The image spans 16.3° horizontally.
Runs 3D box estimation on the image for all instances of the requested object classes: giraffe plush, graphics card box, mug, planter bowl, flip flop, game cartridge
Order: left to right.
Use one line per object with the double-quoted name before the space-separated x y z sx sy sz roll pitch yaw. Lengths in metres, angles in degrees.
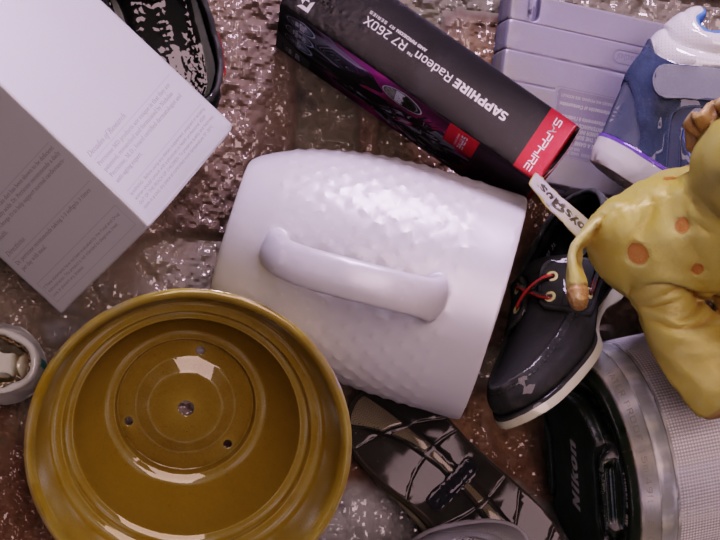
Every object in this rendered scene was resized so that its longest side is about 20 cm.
"planter bowl" -0.107 0.097 1.555 0.199 0.084 0.202 -1 106 -4
"mug" 0.000 0.000 1.553 0.174 0.200 0.149 17 94 0
"graphics card box" 0.039 -0.118 1.599 0.199 0.125 0.051 36 83 1
"flip flop" 0.062 0.157 1.631 0.081 0.058 0.200 -40 80 -10
"game cartridge" 0.181 -0.106 1.707 0.198 0.038 0.131 11 84 -15
"giraffe plush" 0.225 -0.035 1.496 0.199 0.162 0.173 34 39 -20

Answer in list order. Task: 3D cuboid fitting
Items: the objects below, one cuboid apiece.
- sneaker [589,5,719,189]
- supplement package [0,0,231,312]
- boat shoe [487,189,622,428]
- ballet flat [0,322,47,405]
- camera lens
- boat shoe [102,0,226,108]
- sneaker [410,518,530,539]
"sneaker" 0.263 -0.085 1.649 0.199 0.081 0.147 31 88 -4
"supplement package" -0.202 -0.098 1.529 0.200 0.117 0.117 44 44 -8
"boat shoe" 0.120 0.024 1.583 0.063 0.073 0.202 56 39 -19
"ballet flat" -0.287 0.050 1.532 0.198 0.069 0.070 4 82 -16
"camera lens" 0.228 0.114 1.626 0.198 0.160 0.161 -10 86 -17
"boat shoe" -0.138 -0.190 1.609 0.073 0.063 0.203 -19 87 -15
"sneaker" 0.016 0.212 1.558 0.199 0.082 0.075 -21 87 7
